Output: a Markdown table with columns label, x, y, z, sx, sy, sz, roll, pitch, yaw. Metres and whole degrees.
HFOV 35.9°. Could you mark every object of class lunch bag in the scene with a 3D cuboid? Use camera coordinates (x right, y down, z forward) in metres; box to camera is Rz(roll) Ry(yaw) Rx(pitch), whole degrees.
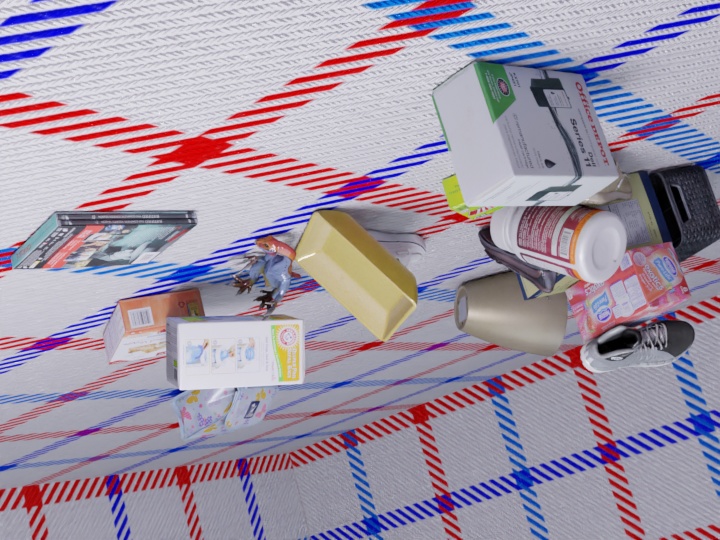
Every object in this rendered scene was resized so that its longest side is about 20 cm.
| label | x | y | z | sx | sy | sz | roll | pitch | yaw |
| --- | --- | --- | --- | --- | --- | --- | --- | --- | --- |
| lunch bag | -0.307 | 0.311 | 2.570 | 0.199 | 0.128 | 0.169 | -29 | 164 | 21 |

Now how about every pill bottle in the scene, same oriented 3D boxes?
| label | x | y | z | sx | sy | sz | roll | pitch | yaw |
| --- | --- | --- | --- | --- | --- | --- | --- | --- | --- |
| pill bottle | 0.301 | -0.055 | 1.714 | 0.109 | 0.111 | 0.199 | -4 | -163 | -39 |

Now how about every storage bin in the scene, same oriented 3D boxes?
| label | x | y | z | sx | sy | sz | roll | pitch | yaw |
| --- | --- | --- | --- | --- | --- | --- | --- | --- | --- |
| storage bin | 0.532 | -0.086 | 1.950 | 0.093 | 0.136 | 0.200 | -10 | 165 | -21 |

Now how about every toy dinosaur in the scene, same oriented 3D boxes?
| label | x | y | z | sx | sy | sz | roll | pitch | yaw |
| --- | --- | --- | --- | --- | --- | --- | --- | --- | --- |
| toy dinosaur | -0.136 | -0.011 | 1.707 | 0.181 | 0.105 | 0.200 | -45 | -177 | 45 |

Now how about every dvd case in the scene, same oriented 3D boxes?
| label | x | y | z | sx | sy | sz | roll | pitch | yaw |
| --- | --- | --- | --- | --- | --- | --- | --- | --- | --- |
| dvd case | -0.328 | -0.039 | 1.425 | 0.199 | 0.022 | 0.146 | -2 | 160 | -40 |

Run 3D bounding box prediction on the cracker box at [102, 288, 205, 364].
| label | x | y | z | sx | sy | sz | roll | pitch | yaw |
| --- | --- | --- | --- | --- | --- | --- | --- | --- | --- |
| cracker box | -0.344 | 0.095 | 1.839 | 0.133 | 0.058 | 0.200 | -10 | 165 | -23 |

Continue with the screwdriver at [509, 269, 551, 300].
| label | x | y | z | sx | sy | sz | roll | pitch | yaw |
| --- | --- | --- | --- | --- | --- | --- | --- | --- | --- |
| screwdriver | 0.303 | 0.013 | 2.037 | 0.028 | 0.200 | 0.029 | -22 | 126 | -9 |

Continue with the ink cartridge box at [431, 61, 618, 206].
| label | x | y | z | sx | sy | sz | roll | pitch | yaw |
| --- | --- | --- | --- | --- | --- | --- | --- | --- | --- |
| ink cartridge box | 0.195 | -0.156 | 1.299 | 0.199 | 0.148 | 0.083 | -4 | 161 | -42 |

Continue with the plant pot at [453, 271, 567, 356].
| label | x | y | z | sx | sy | sz | roll | pitch | yaw |
| --- | --- | --- | --- | --- | --- | --- | --- | --- | --- |
| plant pot | 0.302 | 0.082 | 2.308 | 0.198 | 0.189 | 0.187 | 3 | 161 | -15 |

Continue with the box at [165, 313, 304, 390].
| label | x | y | z | sx | sy | sz | roll | pitch | yaw |
| --- | --- | --- | --- | --- | --- | --- | --- | --- | --- |
| box | -0.196 | 0.124 | 1.731 | 0.198 | 0.102 | 0.112 | -1 | -178 | -20 |

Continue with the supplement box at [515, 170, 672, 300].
| label | x | y | z | sx | sy | sz | roll | pitch | yaw |
| --- | --- | --- | --- | --- | --- | --- | --- | --- | --- |
| supplement box | 0.383 | -0.057 | 1.901 | 0.198 | 0.135 | 0.200 | -11 | 165 | -18 |

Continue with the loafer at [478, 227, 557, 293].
| label | x | y | z | sx | sy | sz | roll | pitch | yaw |
| --- | --- | --- | --- | --- | --- | --- | --- | --- | --- |
| loafer | 0.259 | -0.018 | 1.856 | 0.071 | 0.064 | 0.200 | -14 | -156 | -24 |

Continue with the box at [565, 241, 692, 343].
| label | x | y | z | sx | sy | sz | roll | pitch | yaw |
| --- | --- | --- | --- | --- | --- | --- | --- | --- | --- |
| box | 0.443 | 0.040 | 1.850 | 0.094 | 0.103 | 0.200 | -10 | 163 | -25 |

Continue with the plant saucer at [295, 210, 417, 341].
| label | x | y | z | sx | sy | sz | roll | pitch | yaw |
| --- | --- | --- | --- | --- | --- | --- | --- | --- | --- |
| plant saucer | 0.000 | 0.000 | 1.660 | 0.048 | 0.200 | 0.200 | -46 | 176 | -22 |

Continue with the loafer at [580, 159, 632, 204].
| label | x | y | z | sx | sy | sz | roll | pitch | yaw |
| --- | --- | --- | --- | --- | --- | --- | --- | --- | --- |
| loafer | 0.375 | -0.142 | 1.709 | 0.075 | 0.069 | 0.200 | 5 | -169 | 24 |

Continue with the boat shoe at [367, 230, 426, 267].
| label | x | y | z | sx | sy | sz | roll | pitch | yaw |
| --- | --- | --- | --- | --- | --- | --- | --- | --- | --- |
| boat shoe | 0.044 | -0.020 | 1.810 | 0.073 | 0.066 | 0.199 | -27 | 162 | 37 |

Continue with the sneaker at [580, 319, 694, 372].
| label | x | y | z | sx | sy | sz | roll | pitch | yaw |
| --- | --- | --- | --- | --- | --- | --- | --- | --- | --- |
| sneaker | 0.468 | 0.119 | 1.829 | 0.198 | 0.076 | 0.116 | -15 | 163 | -4 |

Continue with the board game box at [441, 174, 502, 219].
| label | x | y | z | sx | sy | sz | roll | pitch | yaw |
| --- | --- | --- | --- | --- | --- | --- | --- | --- | --- |
| board game box | 0.229 | -0.137 | 1.606 | 0.199 | 0.048 | 0.101 | -22 | 165 | 22 |
